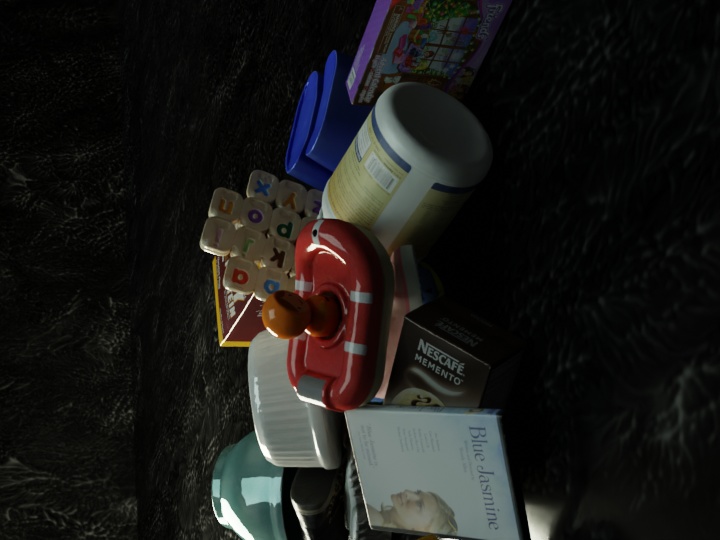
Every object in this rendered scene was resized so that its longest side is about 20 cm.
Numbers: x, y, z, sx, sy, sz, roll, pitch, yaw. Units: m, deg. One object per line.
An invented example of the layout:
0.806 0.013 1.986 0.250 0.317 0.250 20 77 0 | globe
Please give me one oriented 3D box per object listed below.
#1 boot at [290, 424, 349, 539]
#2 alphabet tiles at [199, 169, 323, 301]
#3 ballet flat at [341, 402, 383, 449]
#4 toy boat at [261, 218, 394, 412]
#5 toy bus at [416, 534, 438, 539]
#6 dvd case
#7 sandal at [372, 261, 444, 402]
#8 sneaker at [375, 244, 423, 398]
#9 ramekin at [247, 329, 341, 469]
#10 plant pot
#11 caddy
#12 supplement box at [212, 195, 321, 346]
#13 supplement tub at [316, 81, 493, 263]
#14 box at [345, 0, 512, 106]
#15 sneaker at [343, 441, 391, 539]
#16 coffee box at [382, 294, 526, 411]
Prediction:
-0.042 0.321 1.508 0.201 0.072 0.153 -67 -27 -64 | boot
-0.101 -0.037 1.386 0.015 0.197 0.198 122 161 -49 | alphabet tiles
0.010 0.158 1.442 0.068 0.067 0.202 -103 26 -45 | ballet flat
-0.047 0.045 1.150 0.129 0.129 0.204 7 91 48 | toy boat
0.123 0.348 1.082 0.200 0.077 0.066 48 140 47 | toy bus
0.077 0.210 1.131 0.198 0.017 0.145 -3 104 38 | dvd case
0.051 0.088 1.313 0.079 0.086 0.203 -141 57 -65 | sandal
0.018 0.064 1.217 0.076 0.103 0.203 -94 2 -54 | sneaker
-0.085 0.161 1.416 0.202 0.093 0.206 -8 -90 -87 | ramekin
-0.130 0.310 1.561 0.200 0.132 0.204 -2 -90 -69 | plant pot
-0.024 -0.196 1.479 0.141 0.104 0.203 -32 42 59 | caddy
-0.085 0.007 1.508 0.200 0.194 0.135 130 137 -56 | supplement box
0.043 -0.094 1.226 0.201 0.142 0.146 -54 39 39 | supplement tub
0.077 -0.261 1.190 0.201 0.135 0.040 115 149 -46 | box
0.002 0.274 1.438 0.082 0.074 0.203 -144 57 -62 | sneaker
0.089 0.145 1.162 0.112 0.079 0.203 28 121 28 | coffee box
